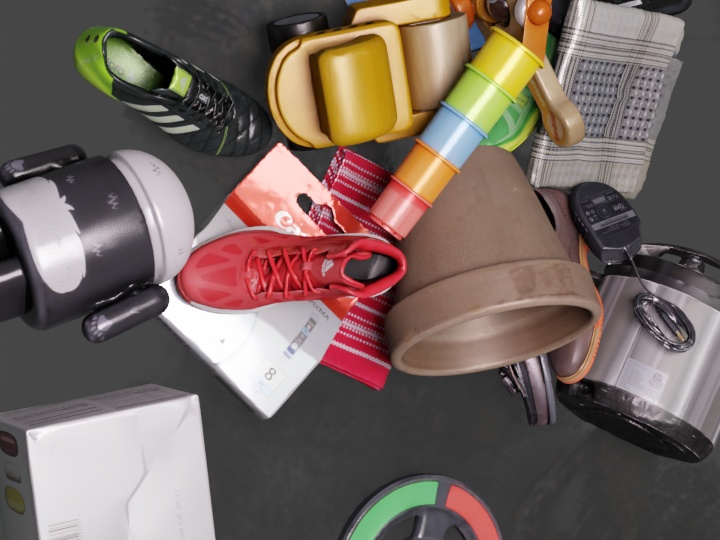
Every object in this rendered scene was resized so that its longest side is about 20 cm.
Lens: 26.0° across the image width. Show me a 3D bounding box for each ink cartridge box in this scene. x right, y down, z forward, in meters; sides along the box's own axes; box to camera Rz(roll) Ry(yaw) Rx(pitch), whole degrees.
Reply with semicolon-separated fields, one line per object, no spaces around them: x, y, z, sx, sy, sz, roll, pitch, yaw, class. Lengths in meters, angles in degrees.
-0.079;0.007;1.410;0.160;0.047;0.200;45;76;-12;ink cartridge box

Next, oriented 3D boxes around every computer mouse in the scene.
0.260;-0.002;1.509;0.058;0.034;0.201;-16;64;-20;computer mouse

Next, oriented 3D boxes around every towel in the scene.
0.000;0.000;1.487;0.144;0.022;0.201;27;79;-28;towel
0.251;-0.167;1.554;0.199;0.034;0.194;1;107;-48;towel

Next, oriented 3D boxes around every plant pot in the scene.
0.106;-0.016;1.439;0.199;0.200;0.176;-2;70;-28;plant pot

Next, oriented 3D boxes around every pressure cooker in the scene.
0.309;0.074;1.572;0.175;0.178;0.201;29;79;-24;pressure cooker

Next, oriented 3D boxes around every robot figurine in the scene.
-0.236;-0.024;1.300;0.199;0.125;0.151;-23;106;-26;robot figurine

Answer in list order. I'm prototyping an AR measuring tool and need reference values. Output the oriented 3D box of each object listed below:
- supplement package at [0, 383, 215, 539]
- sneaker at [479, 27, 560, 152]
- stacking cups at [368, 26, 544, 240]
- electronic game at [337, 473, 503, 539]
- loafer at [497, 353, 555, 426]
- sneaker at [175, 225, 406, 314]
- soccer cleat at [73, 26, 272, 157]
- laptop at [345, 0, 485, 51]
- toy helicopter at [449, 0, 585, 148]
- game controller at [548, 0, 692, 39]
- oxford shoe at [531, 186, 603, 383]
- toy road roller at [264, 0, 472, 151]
-0.216;0.212;1.326;0.155;0.111;0.202;-9;96;-29;supplement package
0.140;-0.166;1.536;0.084;0.074;0.200;48;66;-5;sneaker
0.084;-0.115;1.376;0.060;0.060;0.201;32;94;-26;stacking cups
0.057;0.298;1.520;0.199;0.042;0.202;-1;93;-28;electronic game
0.144;0.061;1.552;0.062;0.072;0.202;-14;94;-4;loafer
-0.056;-0.006;1.328;0.198;0.116;0.079;-9;88;-11;sneaker
-0.157;-0.152;1.360;0.199;0.081;0.068;25;81;-27;soccer cleat
0.081;-0.301;1.469;0.186;0.200;0.116;-23;69;-26;laptop
0.157;-0.208;1.441;0.079;0.132;0.201;-28;90;-21;toy helicopter
0.252;-0.294;1.587;0.199;0.042;0.105;-18;83;-29;game controller
0.189;0.013;1.540;0.072;0.071;0.202;19;58;-38;oxford shoe
0.014;-0.170;1.391;0.198;0.146;0.124;-12;107;-9;toy road roller
